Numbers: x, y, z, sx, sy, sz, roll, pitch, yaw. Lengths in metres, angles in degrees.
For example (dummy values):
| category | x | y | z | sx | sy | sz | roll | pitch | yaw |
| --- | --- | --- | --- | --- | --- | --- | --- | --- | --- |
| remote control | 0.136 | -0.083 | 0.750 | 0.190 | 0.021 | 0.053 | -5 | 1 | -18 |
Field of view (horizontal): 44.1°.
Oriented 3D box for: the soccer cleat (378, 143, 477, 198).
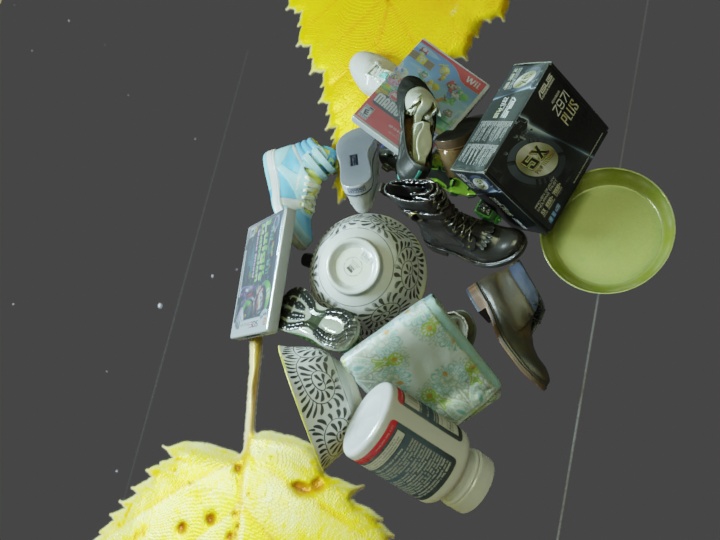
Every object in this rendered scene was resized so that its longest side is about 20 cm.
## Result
| category | x | y | z | sx | sy | sz | roll | pitch | yaw |
| --- | --- | --- | --- | --- | --- | --- | --- | --- | --- |
| soccer cleat | 0.127 | -0.181 | 1.466 | 0.199 | 0.065 | 0.084 | 21 | 54 | 18 |

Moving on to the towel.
| category | x | y | z | sx | sy | sz | roll | pitch | yaw |
| --- | --- | --- | --- | --- | --- | --- | --- | --- | --- |
| towel | 0.095 | 0.155 | 1.317 | 0.171 | 0.048 | 0.200 | -36 | 108 | 6 |

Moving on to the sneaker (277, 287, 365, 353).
| category | x | y | z | sx | sy | sz | roll | pitch | yaw |
| --- | --- | --- | --- | --- | --- | --- | --- | --- | --- |
| sneaker | -0.062 | 0.093 | 1.389 | 0.199 | 0.089 | 0.077 | 25 | 73 | 45 |

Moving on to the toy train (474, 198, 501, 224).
| category | x | y | z | sx | sy | sz | roll | pitch | yaw |
| --- | --- | --- | --- | --- | --- | --- | --- | --- | --- |
| toy train | 0.243 | -0.162 | 1.419 | 0.042 | 0.056 | 0.201 | 28 | 85 | 25 |

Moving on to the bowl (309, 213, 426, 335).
| category | x | y | z | sx | sy | sz | roll | pitch | yaw |
| --- | --- | --- | --- | --- | --- | --- | --- | --- | --- |
| bowl | 0.000 | 0.000 | 1.414 | 0.199 | 0.094 | 0.203 | -2 | 82 | 14 |

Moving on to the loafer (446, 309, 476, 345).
| category | x | y | z | sx | sy | sz | roll | pitch | yaw |
| --- | --- | --- | --- | --- | --- | --- | --- | --- | --- |
| loafer | 0.097 | 0.138 | 1.370 | 0.200 | 0.070 | 0.075 | -46 | 64 | 2 |

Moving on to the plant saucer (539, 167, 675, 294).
| category | x | y | z | sx | sy | sz | roll | pitch | yaw |
| --- | --- | --- | --- | --- | --- | --- | --- | --- | --- |
| plant saucer | 0.374 | -0.058 | 1.351 | 0.198 | 0.031 | 0.202 | -6 | 71 | 18 |

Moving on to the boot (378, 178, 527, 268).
| category | x | y | z | sx | sy | sz | roll | pitch | yaw |
| --- | --- | --- | --- | --- | --- | --- | --- | --- | --- |
| boot | 0.140 | -0.078 | 1.352 | 0.199 | 0.174 | 0.070 | 7 | 67 | 31 |

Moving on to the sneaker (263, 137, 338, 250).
| category | x | y | z | sx | sy | sz | roll | pitch | yaw |
| --- | --- | --- | --- | --- | --- | --- | --- | --- | --- |
| sneaker | -0.087 | -0.143 | 1.524 | 0.130 | 0.080 | 0.201 | -23 | 68 | 14 |

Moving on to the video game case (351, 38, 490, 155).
| category | x | y | z | sx | sy | sz | roll | pitch | yaw |
| --- | --- | --- | --- | --- | --- | --- | --- | --- | --- |
| video game case | 0.100 | -0.274 | 1.452 | 0.143 | 0.017 | 0.200 | 37 | 69 | 8 |

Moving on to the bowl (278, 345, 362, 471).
| category | x | y | z | sx | sy | sz | roll | pitch | yaw |
| --- | --- | --- | --- | --- | --- | --- | --- | --- | --- |
| bowl | -0.049 | 0.193 | 1.353 | 0.094 | 0.201 | 0.202 | -20 | 66 | -6 |

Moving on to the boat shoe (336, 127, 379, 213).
| category | x | y | z | sx | sy | sz | roll | pitch | yaw |
| --- | --- | --- | --- | --- | --- | --- | --- | --- | --- |
| boat shoe | -0.003 | -0.170 | 1.490 | 0.073 | 0.066 | 0.201 | -7 | 38 | 12 |

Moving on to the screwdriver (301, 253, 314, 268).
| category | x | y | z | sx | sy | sz | roll | pitch | yaw |
| --- | --- | --- | --- | --- | --- | --- | --- | --- | --- |
| screwdriver | -0.007 | 0.003 | 1.485 | 0.198 | 0.029 | 0.028 | 15 | 78 | 15 |

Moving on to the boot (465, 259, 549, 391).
| category | x | y | z | sx | sy | sz | roll | pitch | yaw |
| --- | --- | --- | --- | --- | --- | --- | --- | --- | --- |
| boot | 0.247 | 0.077 | 1.332 | 0.097 | 0.075 | 0.201 | -37 | 63 | 9 |

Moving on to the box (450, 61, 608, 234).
| category | x | y | z | sx | sy | sz | roll | pitch | yaw |
| --- | --- | --- | --- | --- | --- | --- | --- | --- | --- |
| box | 0.259 | -0.184 | 1.344 | 0.201 | 0.164 | 0.086 | -58 | 31 | -10 |

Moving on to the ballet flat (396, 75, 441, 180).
| category | x | y | z | sx | sy | sz | roll | pitch | yaw |
| --- | --- | --- | --- | --- | --- | --- | --- | --- | --- |
| ballet flat | 0.095 | -0.228 | 1.387 | 0.067 | 0.068 | 0.202 | 8 | 68 | -20 |

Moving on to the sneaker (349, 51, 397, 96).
| category | x | y | z | sx | sy | sz | roll | pitch | yaw |
| --- | --- | --- | --- | --- | --- | --- | --- | --- | --- |
| sneaker | 0.046 | -0.323 | 1.525 | 0.075 | 0.088 | 0.200 | -44 | 65 | 3 |

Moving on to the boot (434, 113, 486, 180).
| category | x | y | z | sx | sy | sz | roll | pitch | yaw |
| --- | --- | --- | --- | --- | --- | --- | --- | --- | --- |
| boot | 0.188 | -0.202 | 1.415 | 0.073 | 0.200 | 0.076 | 5 | 118 | 41 |

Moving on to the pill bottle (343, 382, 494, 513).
| category | x | y | z | sx | sy | sz | roll | pitch | yaw |
| --- | --- | --- | --- | --- | --- | --- | --- | --- | --- |
| pill bottle | 0.086 | 0.259 | 1.266 | 0.199 | 0.120 | 0.120 | 34 | 86 | -13 |

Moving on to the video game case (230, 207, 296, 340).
| category | x | y | z | sx | sy | sz | roll | pitch | yaw |
| --- | --- | --- | --- | --- | --- | --- | --- | --- | --- |
| video game case | -0.163 | 0.010 | 1.466 | 0.182 | 0.023 | 0.202 | -16 | 63 | 62 |
